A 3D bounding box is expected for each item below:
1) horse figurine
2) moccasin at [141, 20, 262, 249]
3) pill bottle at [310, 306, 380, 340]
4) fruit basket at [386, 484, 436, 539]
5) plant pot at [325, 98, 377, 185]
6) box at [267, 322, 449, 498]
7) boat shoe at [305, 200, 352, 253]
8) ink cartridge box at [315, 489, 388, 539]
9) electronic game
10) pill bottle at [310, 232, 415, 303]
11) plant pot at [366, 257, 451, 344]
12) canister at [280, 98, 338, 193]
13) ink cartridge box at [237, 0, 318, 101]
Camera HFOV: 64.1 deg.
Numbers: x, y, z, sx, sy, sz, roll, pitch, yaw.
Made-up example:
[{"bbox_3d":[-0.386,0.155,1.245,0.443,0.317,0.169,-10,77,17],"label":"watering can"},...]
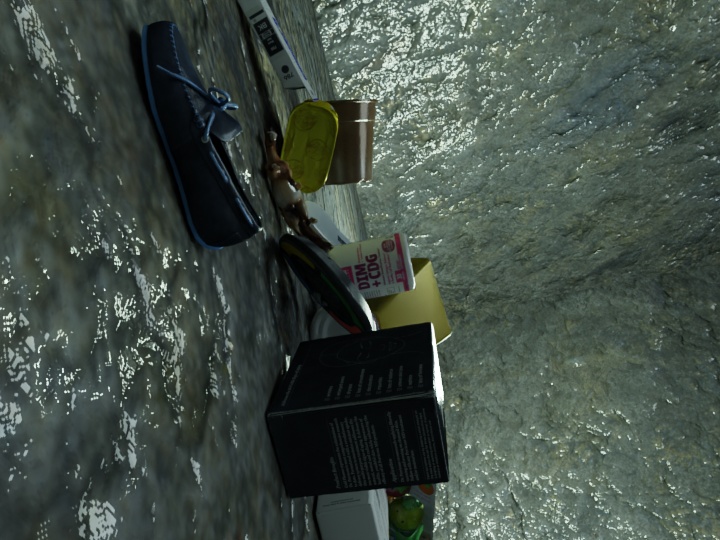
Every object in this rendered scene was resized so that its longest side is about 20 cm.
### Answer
[{"bbox_3d":[-0.108,-0.116,0.905,0.133,0.050,0.201,48,-16,59],"label":"horse figurine"},{"bbox_3d":[-0.137,-0.122,0.523,0.081,0.068,0.201,-91,169,-66],"label":"moccasin"},{"bbox_3d":[-0.021,0.120,1.090,0.200,0.119,0.121,52,27,-81],"label":"pill bottle"},{"bbox_3d":[0.053,0.400,1.036,0.094,0.184,0.202,-32,128,-43],"label":"fruit basket"},{"bbox_3d":[-0.048,-0.320,1.446,0.200,0.198,0.200,-79,165,-78],"label":"plant pot"},{"bbox_3d":[0.007,0.171,0.740,0.200,0.195,0.125,-71,152,-71],"label":"box"},{"bbox_3d":[-0.076,-0.060,1.175,0.200,0.065,0.074,49,31,-37],"label":"boat shoe"},{"bbox_3d":[-0.008,0.362,0.891,0.200,0.083,0.146,-85,164,-74],"label":"ink cartridge box"},{"bbox_3d":[-0.053,0.026,0.863,0.200,0.042,0.200,44,-16,16],"label":"electronic game"},{"bbox_3d":[0.000,0.000,1.116,0.113,0.198,0.114,-11,90,-86],"label":"pill bottle"},{"bbox_3d":[0.056,0.100,1.289,0.176,0.199,0.201,-38,118,-41],"label":"plant pot"},{"bbox_3d":[-0.092,-0.236,1.054,0.200,0.086,0.150,-96,-160,-70],"label":"canister"},{"bbox_3d":[-0.139,-0.375,0.989,0.201,0.039,0.100,60,9,-13],"label":"ink cartridge box"}]
